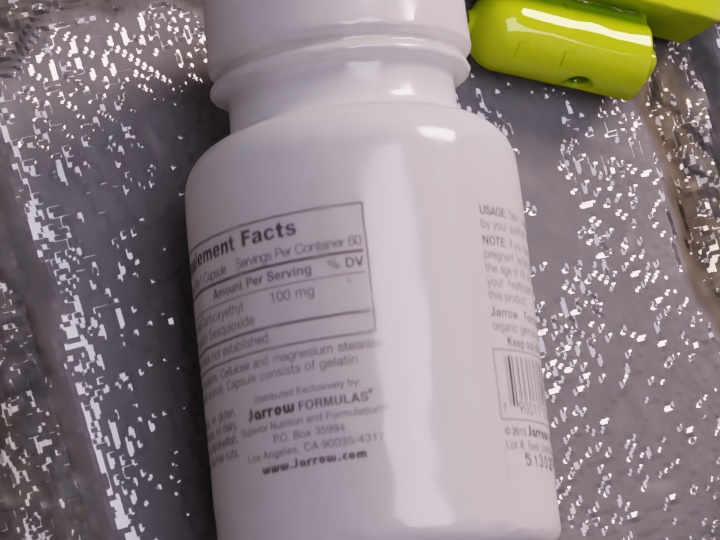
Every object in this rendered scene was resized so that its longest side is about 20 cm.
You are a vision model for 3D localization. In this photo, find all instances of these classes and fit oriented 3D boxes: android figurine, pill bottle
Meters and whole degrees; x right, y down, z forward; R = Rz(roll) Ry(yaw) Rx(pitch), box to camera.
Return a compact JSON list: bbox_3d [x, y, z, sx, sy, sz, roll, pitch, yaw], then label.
[{"bbox_3d":[0.076,-0.158,1.098,0.199,0.041,0.183,10,74,-21],"label":"android figurine"},{"bbox_3d":[0.000,0.000,0.986,0.114,0.114,0.201,-1,78,-23],"label":"pill bottle"}]
